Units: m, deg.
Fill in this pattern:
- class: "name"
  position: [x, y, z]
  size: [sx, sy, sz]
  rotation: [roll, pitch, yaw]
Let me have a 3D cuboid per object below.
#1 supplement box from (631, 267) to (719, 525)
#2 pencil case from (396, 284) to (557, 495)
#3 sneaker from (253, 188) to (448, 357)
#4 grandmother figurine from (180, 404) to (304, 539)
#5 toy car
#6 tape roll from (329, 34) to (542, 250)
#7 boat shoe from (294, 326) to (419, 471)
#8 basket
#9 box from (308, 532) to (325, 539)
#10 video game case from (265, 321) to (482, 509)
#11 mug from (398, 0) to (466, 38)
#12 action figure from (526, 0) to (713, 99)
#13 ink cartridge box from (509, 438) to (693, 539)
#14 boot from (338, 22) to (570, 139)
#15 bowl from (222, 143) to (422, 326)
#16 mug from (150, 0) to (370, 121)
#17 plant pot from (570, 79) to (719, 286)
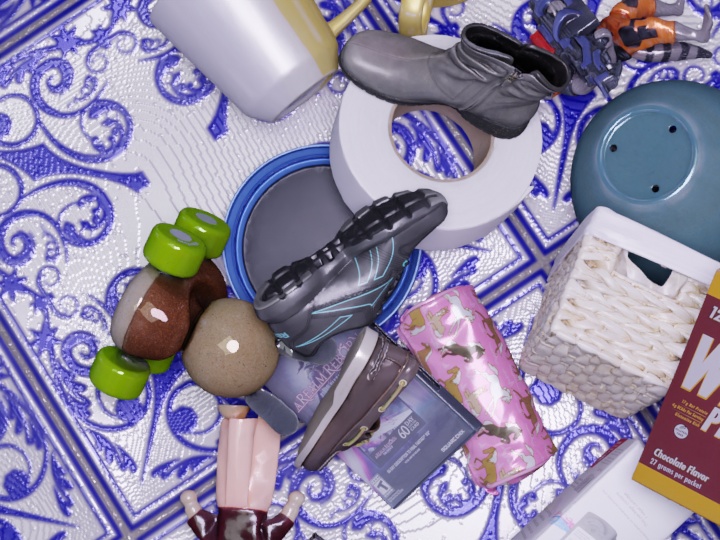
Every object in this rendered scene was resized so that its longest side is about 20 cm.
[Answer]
- class: "supplement box"
  position: [0.355, 0.101, 1.147]
  size: [0.133, 0.200, 0.198]
  rotation: [26, 109, 25]
- class: "pencil case"
  position: [0.112, 0.115, 1.298]
  size: [0.086, 0.083, 0.200]
  rotation: [-33, 82, 39]
- class: "sneaker"
  position: [0.000, 0.000, 1.217]
  size: [0.200, 0.075, 0.079]
  rotation: [-34, 114, 0]
- class: "grandmother figurine"
  position: [-0.118, 0.233, 1.314]
  size: [0.121, 0.061, 0.201]
  rotation: [0, 82, 14]
- class: "toy car"
  position: [-0.126, 0.064, 1.270]
  size: [0.200, 0.158, 0.165]
  rotation: [28, 107, 4]
- class: "tape roll"
  position: [0.073, -0.123, 1.303]
  size: [0.202, 0.071, 0.203]
  rotation: [3, 73, -9]
- class: "boat shoe"
  position: [-0.007, 0.132, 1.246]
  size: [0.059, 0.200, 0.072]
  rotation: [25, 43, -5]
- class: "basket"
  position: [0.231, 0.046, 1.227]
  size: [0.135, 0.200, 0.124]
  rotation: [26, 75, 4]
- class: "box"
  position: [-0.043, 0.380, 1.291]
  size: [0.158, 0.048, 0.200]
  rotation: [38, 87, 0]
- class: "video game case"
  position: [0.002, 0.121, 1.291]
  size: [0.200, 0.019, 0.143]
  rotation: [43, 125, 3]
- class: "mug"
  position: [0.080, -0.335, 1.308]
  size: [0.149, 0.153, 0.187]
  rotation: [-20, 84, 1]
- class: "action figure"
  position: [0.245, -0.206, 1.300]
  size: [0.193, 0.200, 0.105]
  rotation: [-20, 128, 9]
- class: "ink cartridge box"
  position: [0.206, 0.251, 1.245]
  size: [0.200, 0.148, 0.086]
  rotation: [-44, 83, 0]
- class: "boot"
  position: [0.085, -0.194, 1.220]
  size: [0.199, 0.131, 0.068]
  rotation: [19, 71, -4]
- class: "bowl"
  position: [-0.037, -0.025, 1.342]
  size: [0.200, 0.039, 0.201]
  rotation: [0, 85, 4]
- class: "mug"
  position: [-0.088, -0.241, 1.305]
  size: [0.186, 0.149, 0.153]
  rotation: [-37, 91, 26]
- class: "plant pot"
  position: [0.281, -0.093, 1.250]
  size: [0.199, 0.135, 0.201]
  rotation: [-5, 79, 24]
